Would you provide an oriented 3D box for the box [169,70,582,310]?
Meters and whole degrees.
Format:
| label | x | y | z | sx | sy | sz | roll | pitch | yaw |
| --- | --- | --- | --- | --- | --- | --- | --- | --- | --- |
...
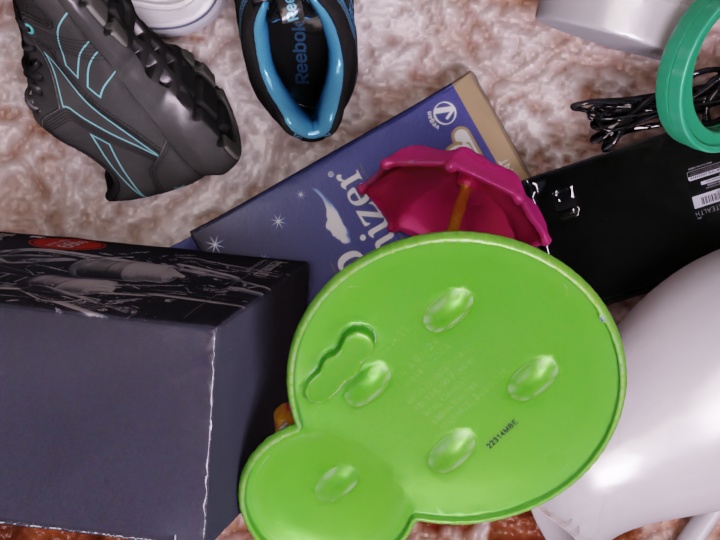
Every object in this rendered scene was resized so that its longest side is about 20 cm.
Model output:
| label | x | y | z | sx | sy | sz | roll | pitch | yaw |
| --- | --- | --- | --- | --- | --- | --- | --- | --- | --- |
| box | 0.000 | 0.000 | 1.316 | 0.200 | 0.032 | 0.121 | -30 | 91 | 3 |

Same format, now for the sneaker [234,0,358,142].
| label | x | y | z | sx | sy | sz | roll | pitch | yaw |
| --- | --- | --- | --- | --- | --- | --- | --- | --- | --- |
| sneaker | -0.032 | -0.160 | 1.262 | 0.073 | 0.082 | 0.200 | -11 | 110 | 1 |

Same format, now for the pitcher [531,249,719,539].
| label | x | y | z | sx | sy | sz | roll | pitch | yaw |
| --- | --- | --- | --- | --- | --- | --- | --- | --- | --- |
| pitcher | 0.168 | 0.084 | 1.279 | 0.200 | 0.121 | 0.172 | -30 | 134 | -6 |

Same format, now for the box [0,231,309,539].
| label | x | y | z | sx | sy | sz | roll | pitch | yaw |
| --- | --- | --- | --- | --- | --- | --- | --- | --- | --- |
| box | -0.133 | 0.050 | 1.219 | 0.182 | 0.200 | 0.104 | 6 | 100 | 9 |

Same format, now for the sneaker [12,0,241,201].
| label | x | y | z | sx | sy | sz | roll | pitch | yaw |
| --- | --- | --- | --- | --- | --- | --- | --- | --- | --- |
| sneaker | -0.139 | -0.106 | 1.265 | 0.079 | 0.075 | 0.200 | -26 | 125 | 18 |

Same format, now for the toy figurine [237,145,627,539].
| label | x | y | z | sx | sy | sz | roll | pitch | yaw |
| --- | --- | --- | --- | --- | --- | --- | --- | --- | --- |
| toy figurine | 0.027 | 0.023 | 1.218 | 0.150 | 0.184 | 0.200 | 38 | 113 | -18 |

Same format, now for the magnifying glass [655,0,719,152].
| label | x | y | z | sx | sy | sz | roll | pitch | yaw |
| --- | --- | --- | --- | --- | --- | --- | --- | --- | --- |
| magnifying glass | 0.213 | -0.134 | 1.267 | 0.200 | 0.022 | 0.080 | -43 | 132 | -23 |

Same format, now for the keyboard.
| label | x | y | z | sx | sy | sz | roll | pitch | yaw |
| --- | --- | --- | --- | --- | --- | --- | --- | --- | --- |
| keyboard | 0.176 | -0.055 | 1.307 | 0.200 | 0.040 | 0.104 | -17 | 103 | -9 |

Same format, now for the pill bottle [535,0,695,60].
| label | x | y | z | sx | sy | sz | roll | pitch | yaw |
| --- | --- | --- | --- | --- | --- | --- | --- | --- | --- |
| pill bottle | 0.152 | -0.209 | 1.265 | 0.111 | 0.111 | 0.200 | 16 | 92 | 1 |

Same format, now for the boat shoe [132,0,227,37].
| label | x | y | z | sx | sy | sz | roll | pitch | yaw |
| --- | --- | --- | --- | --- | --- | --- | --- | --- | --- |
| boat shoe | -0.162 | -0.173 | 1.297 | 0.200 | 0.065 | 0.074 | 20 | 92 | 1 |
